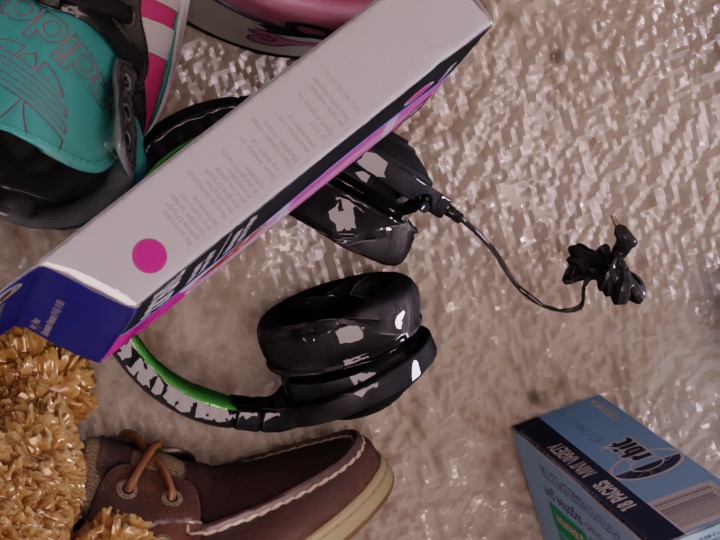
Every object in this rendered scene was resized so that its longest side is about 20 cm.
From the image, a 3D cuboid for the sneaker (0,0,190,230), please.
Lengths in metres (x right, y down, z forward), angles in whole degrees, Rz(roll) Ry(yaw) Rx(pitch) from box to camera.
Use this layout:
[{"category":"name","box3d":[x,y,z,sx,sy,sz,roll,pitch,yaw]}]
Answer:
[{"category":"sneaker","box3d":[-0.097,-0.090,0.709,0.083,0.121,0.200,13,131,3]}]

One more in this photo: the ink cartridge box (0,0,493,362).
[{"category":"ink cartridge box","box3d":[-0.049,-0.023,0.727,0.200,0.095,0.037,-37,88,-18]}]

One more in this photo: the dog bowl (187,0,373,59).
[{"category":"dog bowl","box3d":[-0.009,-0.174,0.798,0.199,0.074,0.201,-2,100,-13]}]

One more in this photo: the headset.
[{"category":"headset","box3d":[0.000,0.000,0.820,0.199,0.094,0.124,0,100,-13]}]

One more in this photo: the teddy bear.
[{"category":"teddy bear","box3d":[-0.129,0.084,0.744,0.067,0.200,0.145,-30,116,30]}]

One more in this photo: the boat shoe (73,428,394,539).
[{"category":"boat shoe","box3d":[-0.087,0.096,0.833,0.199,0.072,0.072,-21,105,-1]}]

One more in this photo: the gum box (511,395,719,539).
[{"category":"gum box","box3d":[0.126,0.163,0.838,0.044,0.170,0.201,-19,103,-9]}]
